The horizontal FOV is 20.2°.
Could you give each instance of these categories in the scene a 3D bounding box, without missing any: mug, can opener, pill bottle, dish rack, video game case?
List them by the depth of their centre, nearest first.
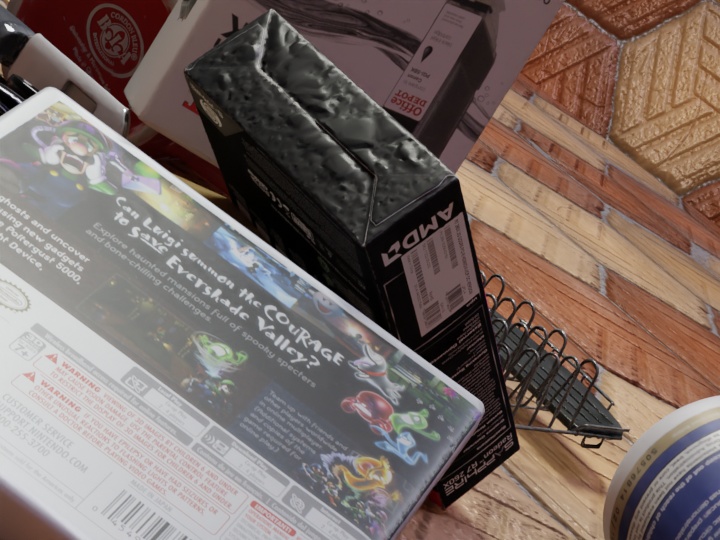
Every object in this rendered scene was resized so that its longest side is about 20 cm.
[{"bbox_3d":[-0.073,0.033,0.659,0.200,0.023,0.182,36,34,6],"label":"video game case"},{"bbox_3d":[0.196,0.149,0.881,0.111,0.111,0.200,28,14,-32],"label":"pill bottle"},{"bbox_3d":[-0.187,-0.104,0.953,0.200,0.053,0.067,40,12,26],"label":"can opener"},{"bbox_3d":[0.055,0.031,1.066,0.200,0.055,0.153,12,25,-46],"label":"dish rack"},{"bbox_3d":[-0.079,-0.109,1.080,0.177,0.134,0.200,26,12,16],"label":"mug"}]

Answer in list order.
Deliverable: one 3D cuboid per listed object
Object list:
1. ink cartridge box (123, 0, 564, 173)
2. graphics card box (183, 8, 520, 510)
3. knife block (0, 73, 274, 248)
[{"bbox_3d":[0.003,-0.122,0.943,0.147,0.200,0.083,30,6,-16],"label":"ink cartridge box"},{"bbox_3d":[0.000,0.000,0.839,0.125,0.051,0.200,45,-15,35],"label":"graphics card box"},{"bbox_3d":[-0.103,-0.004,0.768,0.175,0.064,0.200,22,18,-46],"label":"knife block"}]
